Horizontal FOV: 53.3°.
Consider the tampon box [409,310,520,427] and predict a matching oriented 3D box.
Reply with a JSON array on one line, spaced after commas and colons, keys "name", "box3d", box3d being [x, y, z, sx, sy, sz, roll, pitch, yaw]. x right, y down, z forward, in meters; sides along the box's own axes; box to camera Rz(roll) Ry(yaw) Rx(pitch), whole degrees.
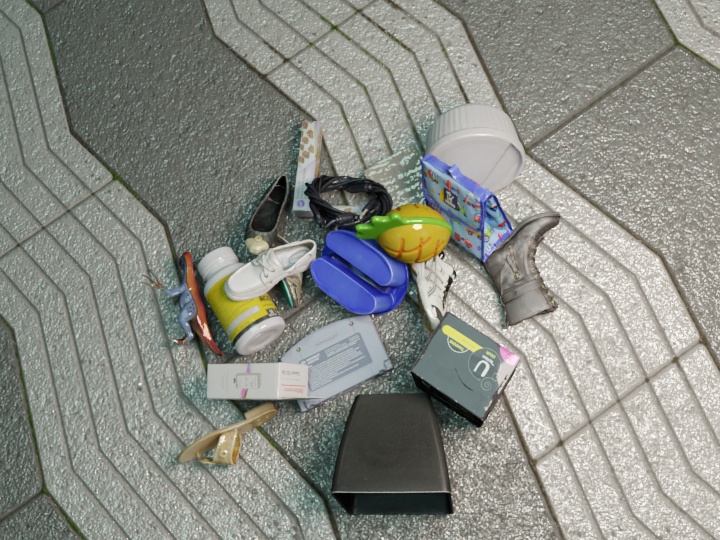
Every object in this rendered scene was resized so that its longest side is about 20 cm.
[{"name": "tampon box", "box3d": [0.187, 0.182, 1.283, 0.149, 0.200, 0.127, 32, 81, 15]}]

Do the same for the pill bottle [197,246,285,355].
[{"name": "pill bottle", "box3d": [-0.243, 0.057, 1.429, 0.111, 0.111, 0.201, -34, 73, -2]}]

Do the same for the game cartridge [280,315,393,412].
[{"name": "game cartridge", "box3d": [-0.050, 0.174, 1.407, 0.198, 0.041, 0.135, -25, 76, 1]}]

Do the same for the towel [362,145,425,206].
[{"name": "towel", "box3d": [0.097, -0.149, 1.478, 0.131, 0.035, 0.202, -24, 73, 3]}]

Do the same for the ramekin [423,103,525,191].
[{"name": "ramekin", "box3d": [0.218, -0.239, 1.406, 0.199, 0.203, 0.096, -5, 61, 7]}]

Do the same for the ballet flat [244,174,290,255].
[{"name": "ballet flat", "box3d": [-0.191, -0.116, 1.463, 0.065, 0.057, 0.202, 15, 53, -2]}]

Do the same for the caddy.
[{"name": "caddy", "box3d": [0.000, 0.000, 1.415, 0.199, 0.105, 0.143, 36, 104, 17]}]

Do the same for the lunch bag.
[{"name": "lunch bag", "box3d": [0.190, -0.132, 1.322, 0.094, 0.201, 0.150, -45, 59, -10]}]

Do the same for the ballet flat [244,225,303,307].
[{"name": "ballet flat", "box3d": [-0.161, -0.020, 1.467, 0.075, 0.068, 0.201, -31, 69, -18]}]

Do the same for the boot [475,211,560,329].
[{"name": "boot", "box3d": [0.332, 0.000, 1.387, 0.198, 0.069, 0.176, -31, 72, 10]}]

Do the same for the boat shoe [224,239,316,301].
[{"name": "boat shoe", "box3d": [-0.172, -0.011, 1.380, 0.198, 0.070, 0.071, -30, 74, -24]}]

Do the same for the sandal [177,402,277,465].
[{"name": "sandal", "box3d": [-0.246, 0.335, 1.369, 0.210, 0.078, 0.070, -30, 66, -6]}]

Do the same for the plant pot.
[{"name": "plant pot", "box3d": [0.063, 0.325, 1.276, 0.196, 0.201, 0.180, -2, 61, 8]}]

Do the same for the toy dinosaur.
[{"name": "toy dinosaur", "box3d": [-0.342, 0.060, 1.456, 0.197, 0.105, 0.184, 17, 81, -2]}]

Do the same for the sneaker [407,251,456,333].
[{"name": "sneaker", "box3d": [0.147, 0.026, 1.379, 0.086, 0.076, 0.202, -9, 55, -2]}]

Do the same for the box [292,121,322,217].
[{"name": "box", "box3d": [-0.110, -0.215, 1.515, 0.038, 0.041, 0.203, 3, 74, 9]}]

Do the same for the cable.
[{"name": "cable", "box3d": [-0.027, -0.147, 1.420, 0.161, 0.051, 0.201, -14, 36, -10]}]

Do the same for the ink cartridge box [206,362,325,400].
[{"name": "ink cartridge box", "box3d": [-0.174, 0.208, 1.346, 0.197, 0.116, 0.069, -3, 80, 23]}]

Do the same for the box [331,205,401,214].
[{"name": "box", "box3d": [0.011, -0.108, 1.452, 0.197, 0.041, 0.039, 2, 83, 23]}]

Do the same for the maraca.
[{"name": "maraca", "box3d": [0.082, -0.071, 1.325, 0.136, 0.198, 0.109, -28, 62, 45]}]
